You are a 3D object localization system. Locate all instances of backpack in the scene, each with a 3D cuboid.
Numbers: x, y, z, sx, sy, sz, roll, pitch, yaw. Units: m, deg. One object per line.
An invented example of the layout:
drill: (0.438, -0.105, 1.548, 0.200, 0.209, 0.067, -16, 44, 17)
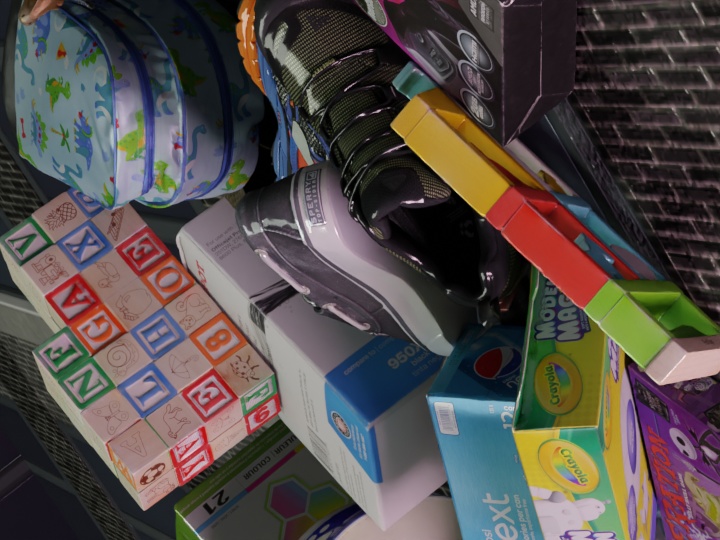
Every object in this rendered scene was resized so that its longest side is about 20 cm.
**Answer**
backpack: (-0.142, -0.113, 1.465, 0.199, 0.153, 0.164, 25, 117, 32)

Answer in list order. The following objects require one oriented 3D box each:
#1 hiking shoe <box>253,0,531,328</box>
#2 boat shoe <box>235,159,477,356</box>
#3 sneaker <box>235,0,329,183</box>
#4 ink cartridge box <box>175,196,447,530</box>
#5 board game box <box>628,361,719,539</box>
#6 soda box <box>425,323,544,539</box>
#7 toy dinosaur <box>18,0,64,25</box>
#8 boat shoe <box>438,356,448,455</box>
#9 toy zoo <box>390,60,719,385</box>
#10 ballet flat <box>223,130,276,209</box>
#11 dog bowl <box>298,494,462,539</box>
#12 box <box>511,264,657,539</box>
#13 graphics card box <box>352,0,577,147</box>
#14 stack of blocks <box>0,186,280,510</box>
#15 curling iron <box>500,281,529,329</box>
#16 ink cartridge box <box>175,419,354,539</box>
hiking shoe: (0.019, -0.065, 1.176, 0.200, 0.076, 0.101, 49, -165, -7)
boat shoe: (0.000, 0.000, 1.284, 0.200, 0.067, 0.072, 33, -131, -56)
sneaker: (-0.007, -0.073, 1.293, 0.078, 0.075, 0.201, 31, 155, 43)
ink cartridge box: (-0.022, 0.049, 1.550, 0.200, 0.084, 0.145, 45, 161, 27)
board game box: (0.201, 0.135, 1.236, 0.120, 0.032, 0.201, 44, 162, 41)
soda box: (0.096, 0.130, 1.331, 0.064, 0.068, 0.201, 4, 127, 25)
toy dinosaur: (-0.206, -0.237, 1.444, 0.106, 0.060, 0.201, -28, 70, 47)
boat shoe: (0.072, 0.100, 1.437, 0.057, 0.069, 0.201, 41, 162, 34)
toy zoo: (0.087, -0.025, 1.097, 0.200, 0.020, 0.131, 44, -167, 14)
ballet flat: (-0.039, -0.042, 1.453, 0.046, 0.067, 0.200, 54, 172, -37)
dog bowl: (0.036, 0.252, 1.606, 0.201, 0.200, 0.079, 54, 161, -5)
box: (0.115, 0.080, 1.207, 0.048, 0.118, 0.201, -5, 138, 17)
graphics card box: (0.017, -0.162, 1.083, 0.200, 0.051, 0.126, 45, 163, 21)
stack of blocks: (-0.158, 0.044, 1.567, 0.200, 0.115, 0.059, 48, 164, 24)
curling iron: (0.082, 0.011, 1.300, 0.049, 0.026, 0.201, 29, 152, 47)
ink cartridge box: (-0.018, 0.212, 1.737, 0.200, 0.148, 0.076, 46, 162, 17)
